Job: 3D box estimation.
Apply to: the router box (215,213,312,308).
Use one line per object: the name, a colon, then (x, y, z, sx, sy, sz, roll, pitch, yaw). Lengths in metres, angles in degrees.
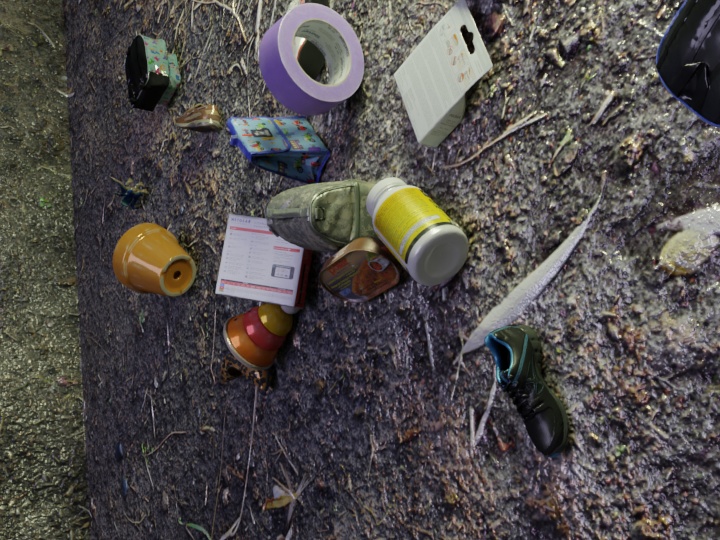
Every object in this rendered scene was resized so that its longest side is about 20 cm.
router box: (-0.206, -0.021, 1.820, 0.198, 0.049, 0.182, 9, 86, 21)

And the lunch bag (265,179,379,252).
lunch bag: (-0.075, -0.107, 1.630, 0.199, 0.166, 0.141, 4, 91, 57)

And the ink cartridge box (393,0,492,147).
ink cartridge box: (0.149, -0.335, 1.425, 0.200, 0.047, 0.161, -42, 53, 41)

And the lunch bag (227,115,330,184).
lunch bag: (-0.190, -0.266, 1.786, 0.151, 0.198, 0.095, 57, 133, 41)

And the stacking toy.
stacking toy: (-0.199, 0.114, 1.876, 0.200, 0.145, 0.147, -42, 52, 24)

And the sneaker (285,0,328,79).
sneaker: (-0.125, -0.506, 1.827, 0.108, 0.067, 0.204, 11, 94, 57)

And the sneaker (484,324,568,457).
sneaker: (0.236, 0.177, 1.216, 0.073, 0.081, 0.202, -44, 54, 44)

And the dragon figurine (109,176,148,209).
dragon figurine: (-0.760, -0.247, 2.712, 0.099, 0.200, 0.059, -38, 75, 15)

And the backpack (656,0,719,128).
backpack: (0.435, -0.245, 0.882, 0.201, 0.146, 0.184, -57, 45, 32)

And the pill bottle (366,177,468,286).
pill bottle: (0.090, -0.074, 1.427, 0.200, 0.111, 0.113, 52, 129, 44)

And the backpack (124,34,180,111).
backpack: (-0.640, -0.608, 2.541, 0.177, 0.149, 0.202, -42, 61, 44)

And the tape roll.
tape roll: (-0.096, -0.416, 1.655, 0.085, 0.198, 0.202, -19, 73, 55)

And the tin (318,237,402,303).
tin: (0.000, 0.000, 1.563, 0.200, 0.111, 0.042, -31, 34, 51)

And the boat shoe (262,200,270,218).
boat shoe: (-0.183, -0.056, 1.887, 0.061, 0.071, 0.204, 145, 120, -71)

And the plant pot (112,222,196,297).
plant pot: (-0.572, -0.013, 2.380, 0.182, 0.199, 0.202, 24, 109, 38)

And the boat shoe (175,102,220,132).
boat shoe: (-0.445, -0.424, 2.310, 0.199, 0.075, 0.073, 9, 92, 47)

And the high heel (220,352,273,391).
high heel: (-0.281, 0.260, 2.002, 0.200, 0.071, 0.144, -43, 47, 36)
